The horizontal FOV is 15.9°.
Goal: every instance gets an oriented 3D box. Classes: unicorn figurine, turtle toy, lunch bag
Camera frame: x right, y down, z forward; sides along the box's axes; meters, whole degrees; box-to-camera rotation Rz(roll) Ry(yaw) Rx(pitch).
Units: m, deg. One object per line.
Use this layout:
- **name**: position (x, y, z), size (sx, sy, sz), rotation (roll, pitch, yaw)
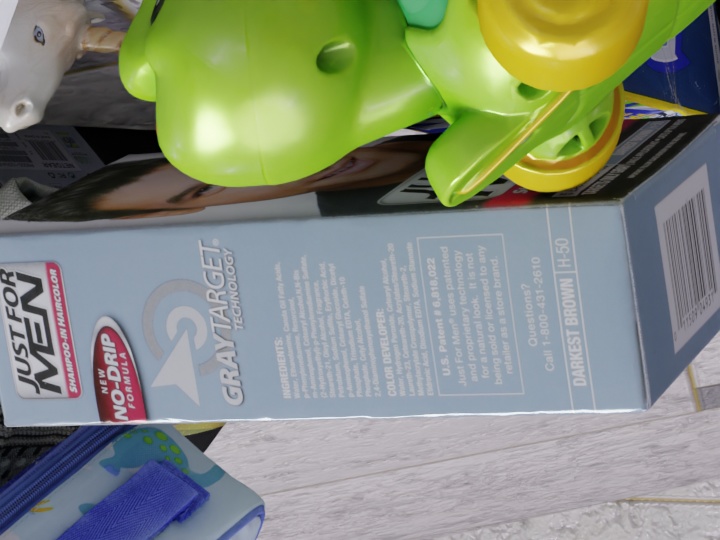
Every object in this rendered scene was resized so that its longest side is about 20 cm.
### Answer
- **unicorn figurine**: position (-0.154, -0.031, 0.777), size (0.199, 0.074, 0.138), rotation (-11, -146, 54)
- **turtle toy**: position (0.037, -0.083, 0.611), size (0.200, 0.101, 0.146), rotation (-39, 170, -5)
- **lunch bag**: position (-0.122, 0.139, 0.869), size (0.200, 0.082, 0.161), rotation (-41, 166, -51)

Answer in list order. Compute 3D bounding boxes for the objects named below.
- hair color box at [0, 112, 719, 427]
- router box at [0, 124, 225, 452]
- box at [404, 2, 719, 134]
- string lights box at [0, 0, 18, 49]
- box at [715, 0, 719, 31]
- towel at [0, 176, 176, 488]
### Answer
- **hair color box**: position (0.000, 0.000, 0.741), size (0.199, 0.061, 0.099), rotation (-3, -166, 25)
- **router box**: position (-0.109, 0.021, 0.971), size (0.199, 0.052, 0.158), rotation (-2, 134, -53)
- **box**: position (0.035, -0.080, 0.764), size (0.064, 0.071, 0.199), rotation (-12, 169, 34)
- **string lights box**: position (-0.160, -0.079, 0.503), size (0.199, 0.059, 0.103), rotation (-6, 138, -36)
- **box**: position (0.131, -0.064, 0.976), size (0.198, 0.050, 0.158), rotation (-11, 169, 8)
- **towel**: position (-0.125, 0.059, 0.907), size (0.200, 0.035, 0.192), rotation (-47, 154, 13)
